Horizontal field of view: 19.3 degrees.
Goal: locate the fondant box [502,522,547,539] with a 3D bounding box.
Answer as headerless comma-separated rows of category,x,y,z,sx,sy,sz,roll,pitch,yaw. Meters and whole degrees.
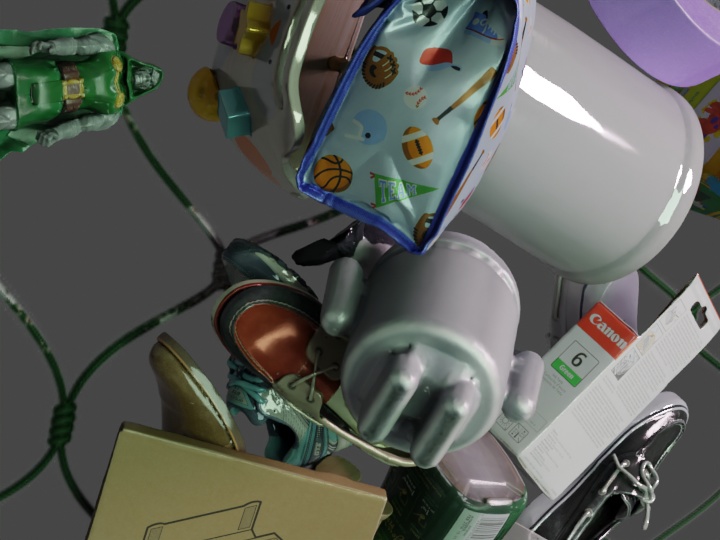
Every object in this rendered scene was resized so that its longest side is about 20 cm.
fondant box,0.151,0.295,1.750,0.058,0.144,0.201,-39,124,-19

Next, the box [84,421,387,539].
box,-0.099,0.207,1.535,0.199,0.021,0.164,15,109,-11

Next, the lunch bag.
lunch bag,0.049,-0.136,1.395,0.123,0.170,0.201,28,108,2

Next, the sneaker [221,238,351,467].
sneaker,-0.063,0.069,1.564,0.086,0.078,0.201,-36,122,-19

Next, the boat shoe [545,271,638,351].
boat shoe,0.187,0.056,1.754,0.073,0.065,0.201,-32,142,-33

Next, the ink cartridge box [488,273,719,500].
ink cartridge box,0.192,0.081,1.673,0.200,0.050,0.109,-45,149,-4

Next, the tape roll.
tape roll,0.243,-0.246,1.635,0.200,0.065,0.201,26,52,-38

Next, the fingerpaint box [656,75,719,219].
fingerpaint box,0.330,-0.137,1.735,0.200,0.167,0.073,-51,127,-14

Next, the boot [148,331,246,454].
boot,-0.125,0.139,1.547,0.075,0.074,0.201,-27,121,-16

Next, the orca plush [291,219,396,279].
orca plush,0.000,0.000,1.592,0.200,0.071,0.106,15,106,-58

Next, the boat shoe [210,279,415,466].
boat shoe,-0.025,0.076,1.514,0.071,0.063,0.200,-45,125,7

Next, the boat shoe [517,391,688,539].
boat shoe,0.219,0.184,1.806,0.199,0.068,0.074,-36,139,-22

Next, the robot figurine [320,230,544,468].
robot figurine,0.050,0.048,1.472,0.169,0.200,0.113,30,124,-7

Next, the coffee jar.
coffee jar,0.043,0.215,1.632,0.085,0.104,0.200,5,128,-36

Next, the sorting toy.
sorting toy,-0.040,-0.153,1.431,0.106,0.180,0.201,18,92,-13

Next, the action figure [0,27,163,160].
action figure,-0.217,-0.119,1.406,0.199,0.055,0.119,-14,109,-38

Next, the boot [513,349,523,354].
boot,0.090,0.091,1.662,0.199,0.095,0.074,-3,83,-36

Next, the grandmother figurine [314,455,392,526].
grandmother figurine,-0.039,0.248,1.616,0.060,0.121,0.201,5,122,-38

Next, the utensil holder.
utensil holder,0.132,-0.104,1.599,0.200,0.170,0.171,27,87,-36
